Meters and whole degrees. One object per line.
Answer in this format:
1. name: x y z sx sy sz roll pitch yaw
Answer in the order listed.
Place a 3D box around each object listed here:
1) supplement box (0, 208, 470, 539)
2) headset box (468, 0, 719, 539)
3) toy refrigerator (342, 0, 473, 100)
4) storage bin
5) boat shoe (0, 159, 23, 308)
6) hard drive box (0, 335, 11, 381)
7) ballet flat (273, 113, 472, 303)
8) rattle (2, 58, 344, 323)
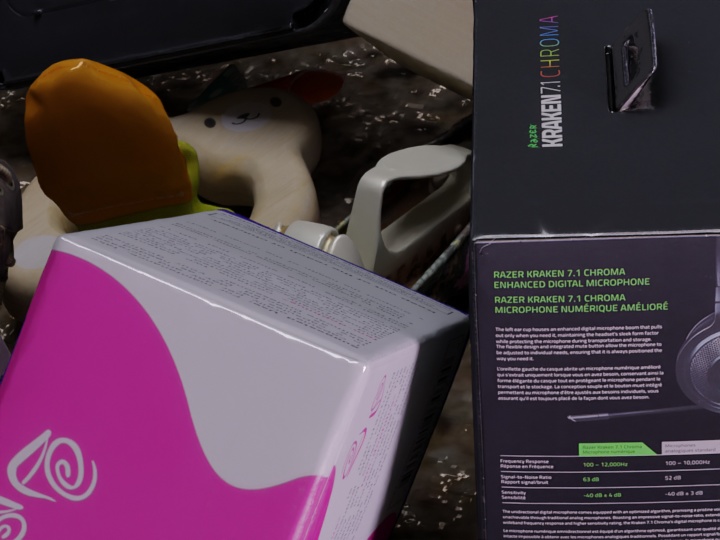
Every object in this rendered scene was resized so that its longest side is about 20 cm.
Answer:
1. supplement box: -0.040 0.048 0.914 0.103 0.102 0.200 23 6 7
2. headset box: 0.083 0.010 0.962 0.092 0.201 0.174 -2 34 4
3. toy refrigerator: 0.100 -0.079 1.116 0.199 0.070 0.076 28 90 27
4. storage bin: -0.073 -0.155 1.212 0.199 0.136 0.094 -8 1 34
5. boat shoe: -0.158 -0.010 1.034 0.074 0.200 0.074 16 77 -5
6. hard drive box: -0.212 0.094 0.928 0.155 0.077 0.201 6 59 15
7. ballet flat: 0.000 0.000 1.100 0.069 0.071 0.200 19 42 27
8. rattle: -0.072 -0.071 1.160 0.130 0.143 0.200 -2 36 38
